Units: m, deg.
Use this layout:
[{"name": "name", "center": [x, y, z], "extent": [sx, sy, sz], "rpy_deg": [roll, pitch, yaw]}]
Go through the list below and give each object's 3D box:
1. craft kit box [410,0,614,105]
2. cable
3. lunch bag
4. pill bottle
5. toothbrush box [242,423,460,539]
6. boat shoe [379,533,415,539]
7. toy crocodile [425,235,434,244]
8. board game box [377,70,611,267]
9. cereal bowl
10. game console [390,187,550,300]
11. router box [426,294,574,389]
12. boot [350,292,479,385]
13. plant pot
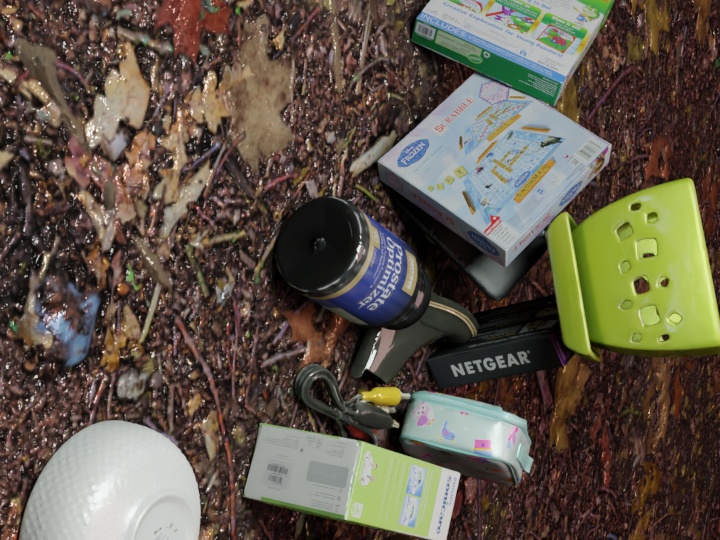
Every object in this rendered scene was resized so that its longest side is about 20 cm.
[{"name": "craft kit box", "center": [0.193, -0.317, 1.646], "extent": [0.198, 0.199, 0.049], "rpy_deg": [-56, 168, -35]}, {"name": "cable", "center": [-0.023, 0.163, 1.541], "extent": [0.200, 0.050, 0.097], "rpy_deg": [27, 103, -44]}, {"name": "lunch bag", "center": [0.138, 0.214, 1.662], "extent": [0.200, 0.160, 0.077], "rpy_deg": [59, 43, -70]}, {"name": "pill bottle", "center": [0.000, 0.000, 1.461], "extent": [0.200, 0.111, 0.112], "rpy_deg": [32, 69, -56]}, {"name": "toothbrush box", "center": [-0.007, 0.235, 1.443], "extent": [0.200, 0.145, 0.086], "rpy_deg": [24, 75, -52]}, {"name": "boat shoe", "center": [-0.003, 0.383, 1.526], "extent": [0.201, 0.072, 0.066], "rpy_deg": [-47, 166, 2]}, {"name": "toy crocodile", "center": [0.149, -0.083, 1.754], "extent": [0.200, 0.062, 0.068], "rpy_deg": [-49, 153, -47]}, {"name": "board game box", "center": [0.159, -0.129, 1.569], "extent": [0.200, 0.199, 0.041], "rpy_deg": [-43, 154, -21]}, {"name": "cereal bowl", "center": [-0.209, 0.238, 1.185], "extent": [0.200, 0.083, 0.201], "rpy_deg": [-15, 107, -58]}, {"name": "game console", "center": [0.150, -0.086, 1.682], "extent": [0.200, 0.116, 0.176], "rpy_deg": [45, 17, -6]}, {"name": "router box", "center": [0.205, 0.090, 1.739], "extent": [0.149, 0.200, 0.051], "rpy_deg": [-38, 108, -49]}, {"name": "boot", "center": [0.062, 0.092, 1.634], "extent": [0.200, 0.077, 0.139], "rpy_deg": [29, 74, -44]}, {"name": "plant pot", "center": [0.326, 0.013, 1.572], "extent": [0.199, 0.181, 0.201], "rpy_deg": [21, 60, -74]}]
